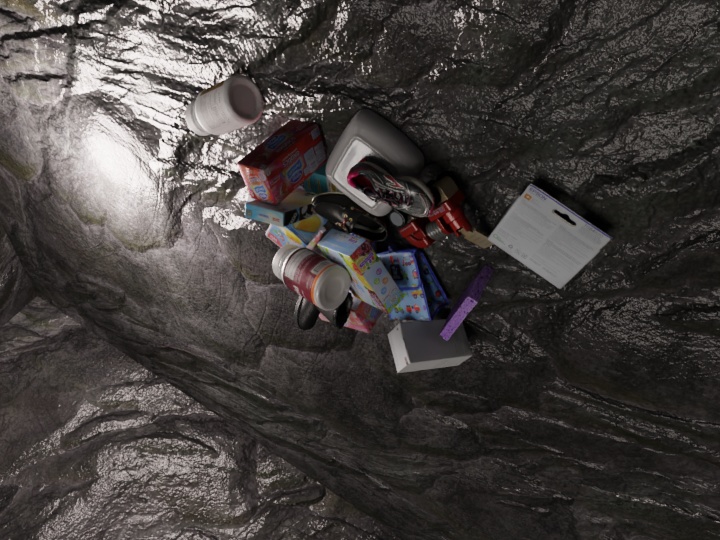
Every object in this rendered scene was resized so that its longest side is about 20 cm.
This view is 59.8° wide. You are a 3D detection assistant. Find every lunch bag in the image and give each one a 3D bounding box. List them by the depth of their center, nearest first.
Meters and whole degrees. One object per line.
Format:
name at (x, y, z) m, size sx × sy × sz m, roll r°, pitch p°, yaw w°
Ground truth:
lunch bag at (0.121, 0.021, 1.633) m, size 0.149 × 0.094 × 0.203 m, roll -3°, pitch 117°, yaw 47°

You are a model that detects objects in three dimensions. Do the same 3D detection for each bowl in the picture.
bowl at (0.022, -0.228, 1.391) m, size 0.199 × 0.075 × 0.201 m, roll 38°, pitch 127°, yaw 1°

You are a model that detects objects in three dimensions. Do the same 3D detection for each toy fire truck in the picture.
toy fire truck at (0.192, -0.102, 1.405) m, size 0.201 × 0.128 × 0.175 m, roll 54°, pitch 143°, yaw -6°

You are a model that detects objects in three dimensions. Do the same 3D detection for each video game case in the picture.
video game case at (-0.188, -0.110, 1.790) m, size 0.142 × 0.018 × 0.200 m, roll 39°, pitch 145°, yaw -2°

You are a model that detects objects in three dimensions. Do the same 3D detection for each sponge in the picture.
sponge at (0.257, 0.082, 1.540) m, size 0.030 × 0.112 × 0.201 m, roll 30°, pitch 145°, yaw 5°

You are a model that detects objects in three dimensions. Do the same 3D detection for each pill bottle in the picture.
pill bottle at (-0.338, -0.395, 1.531) m, size 0.198 × 0.115 × 0.115 m, roll -5°, pitch 128°, yaw 44°
pill bottle at (-0.128, 0.011, 1.582) m, size 0.199 × 0.114 × 0.115 m, roll 28°, pitch 147°, yaw 41°

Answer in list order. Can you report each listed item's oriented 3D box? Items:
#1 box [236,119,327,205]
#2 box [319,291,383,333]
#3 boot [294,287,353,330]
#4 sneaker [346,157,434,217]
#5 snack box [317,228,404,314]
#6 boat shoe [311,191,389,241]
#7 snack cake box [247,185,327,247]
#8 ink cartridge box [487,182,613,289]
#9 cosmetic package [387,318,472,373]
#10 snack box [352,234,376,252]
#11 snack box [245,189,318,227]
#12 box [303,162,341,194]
box at (-0.179, -0.256, 1.467) m, size 0.094 × 0.200 × 0.101 m, roll 18°, pitch 142°, yaw 35°
box at (-0.040, 0.093, 1.772) m, size 0.198 × 0.103 × 0.095 m, roll 10°, pitch 144°, yaw 42°
boot at (-0.097, 0.104, 1.681) m, size 0.162 × 0.073 × 0.201 m, roll 34°, pitch 120°, yaw 40°
sneaker at (0.062, -0.161, 1.308) m, size 0.198 × 0.075 × 0.082 m, roll 27°, pitch 128°, yaw 16°
snack box at (0.000, 0.000, 1.576) m, size 0.168 × 0.068 × 0.201 m, roll 23°, pitch 152°, yaw 54°
boat shoe at (-0.021, -0.127, 1.477) m, size 0.198 × 0.064 × 0.074 m, roll 19°, pitch 133°, yaw -19°
snack cake box at (-0.185, -0.166, 1.643) m, size 0.199 × 0.116 × 0.067 m, roll 41°, pitch 163°, yaw -5°
ink cartridge box at (0.391, -0.077, 1.303) m, size 0.198 × 0.041 × 0.201 m, roll 35°, pitch 145°, yaw 5°
cosmetic package at (0.182, 0.195, 1.642) m, size 0.196 × 0.115 × 0.081 m, roll -1°, pitch 153°, yaw -24°
snack box at (0.009, -0.056, 1.681) m, size 0.071 × 0.024 × 0.202 m, roll 24°, pitch 143°, yaw 23°
snack box at (-0.169, -0.153, 1.498) m, size 0.115 × 0.199 × 0.038 m, roll 16°, pitch 114°, yaw 28°
box at (-0.048, -0.206, 1.542) m, size 0.197 × 0.049 × 0.083 m, roll 21°, pitch 142°, yaw 24°
